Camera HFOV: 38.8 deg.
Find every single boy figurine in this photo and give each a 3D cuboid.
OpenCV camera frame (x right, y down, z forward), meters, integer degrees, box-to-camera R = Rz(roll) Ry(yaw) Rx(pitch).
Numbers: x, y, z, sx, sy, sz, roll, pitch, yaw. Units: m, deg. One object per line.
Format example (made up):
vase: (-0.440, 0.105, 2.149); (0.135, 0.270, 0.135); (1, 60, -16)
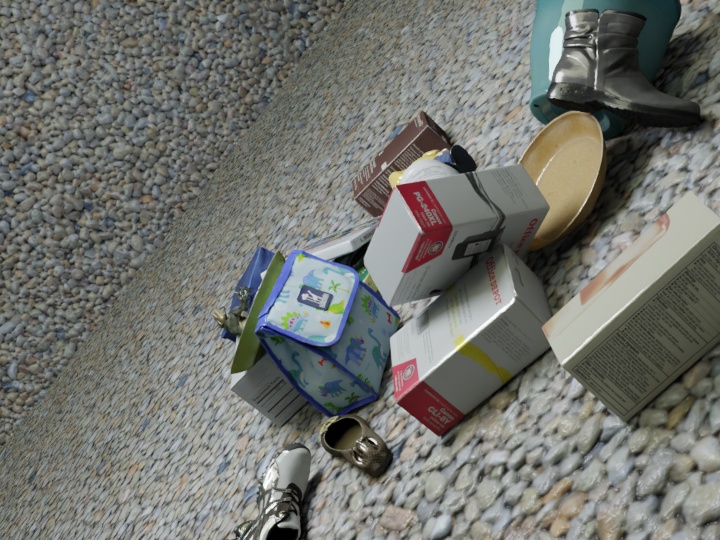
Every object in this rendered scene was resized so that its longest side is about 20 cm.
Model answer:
boy figurine: (0.111, -0.158, 1.789); (0.200, 0.064, 0.125); (-18, 37, 58)

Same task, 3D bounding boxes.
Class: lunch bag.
lunch bag: (-0.052, 0.085, 1.493); (0.127, 0.200, 0.171); (-34, 24, 38)
lunch bag: (-0.163, 0.061, 1.894); (0.136, 0.132, 0.201); (-57, 14, 33)

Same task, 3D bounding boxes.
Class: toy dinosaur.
toy dinosaur: (-0.203, 0.075, 1.728); (0.200, 0.047, 0.089); (-155, 73, -67)

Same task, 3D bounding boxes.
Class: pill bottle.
pill bottle: (0.121, -0.101, 1.587); (0.113, 0.113, 0.200); (-45, 19, 12)

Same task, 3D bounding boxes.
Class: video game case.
video game case: (-0.052, -0.041, 1.792); (0.199, 0.023, 0.182); (-20, 9, 33)

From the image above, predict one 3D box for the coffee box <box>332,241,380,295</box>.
coffee box: (0.000, 0.000, 1.770); (0.123, 0.044, 0.200); (-55, 19, -20)

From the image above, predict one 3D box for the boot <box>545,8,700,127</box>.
boot: (0.336, -0.257, 1.270); (0.070, 0.199, 0.133); (19, -92, -71)

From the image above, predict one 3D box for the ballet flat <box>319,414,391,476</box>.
ballet flat: (-0.015, 0.227, 1.380); (0.068, 0.046, 0.200); (-51, 19, -7)

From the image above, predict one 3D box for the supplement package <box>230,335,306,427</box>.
supplement package: (-0.122, 0.129, 1.702); (0.156, 0.111, 0.200); (-44, 20, 16)

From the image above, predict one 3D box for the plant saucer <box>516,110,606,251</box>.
plant saucer: (0.263, -0.113, 1.354); (0.200, 0.035, 0.201); (-46, 31, 39)

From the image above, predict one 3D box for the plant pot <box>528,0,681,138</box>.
plant pot: (0.318, -0.292, 1.407); (0.200, 0.199, 0.189); (-8, 60, 62)

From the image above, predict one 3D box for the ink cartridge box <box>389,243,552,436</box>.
ink cartridge box: (0.136, 0.084, 1.256); (0.200, 0.083, 0.145); (-43, 21, 20)

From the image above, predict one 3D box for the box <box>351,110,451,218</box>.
box: (0.076, -0.197, 1.927); (0.200, 0.075, 0.100); (-43, 20, 15)

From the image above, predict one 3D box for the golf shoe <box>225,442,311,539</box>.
golf shoe: (-0.101, 0.326, 1.374); (0.094, 0.078, 0.201); (-3, 49, 42)

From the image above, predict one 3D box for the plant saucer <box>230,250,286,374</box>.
plant saucer: (-0.148, 0.069, 1.560); (0.200, 0.031, 0.201); (-159, 90, -89)

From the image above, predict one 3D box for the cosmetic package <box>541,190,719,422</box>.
cosmetic package: (0.286, 0.035, 0.987); (0.200, 0.103, 0.087); (-43, 21, 14)

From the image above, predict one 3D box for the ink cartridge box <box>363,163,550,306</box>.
ink cartridge box: (0.122, -0.046, 1.296); (0.084, 0.199, 0.146); (60, 147, 31)
